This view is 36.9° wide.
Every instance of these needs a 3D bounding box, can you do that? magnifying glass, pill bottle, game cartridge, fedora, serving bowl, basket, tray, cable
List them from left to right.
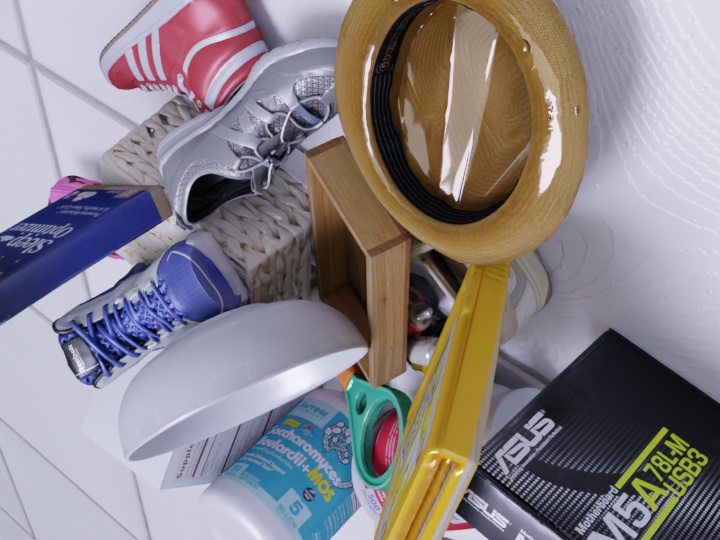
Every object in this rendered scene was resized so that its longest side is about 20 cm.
[{"bbox_3d":[-0.116,-0.041,0.925,0.199,0.123,0.136,35,144,23],"label":"basket"},{"bbox_3d":[-0.095,0.072,0.811,0.066,0.198,0.200,65,149,10],"label":"serving bowl"},{"bbox_3d":[-0.046,0.185,0.992,0.110,0.200,0.112,30,142,26],"label":"pill bottle"},{"bbox_3d":[0.000,0.000,0.817,0.099,0.037,0.201,58,166,28],"label":"tray"},{"bbox_3d":[0.002,0.109,0.922,0.080,0.022,0.200,-66,27,22],"label":"magnifying glass"},{"bbox_3d":[0.025,0.062,0.922,0.098,0.050,0.199,55,147,-9],"label":"cable"},{"bbox_3d":[0.048,0.102,0.691,0.032,0.201,0.178,18,128,-1],"label":"game cartridge"},{"bbox_3d":[0.083,0.155,0.886,0.113,0.112,0.200,53,148,-5],"label":"pill bottle"},{"bbox_3d":[0.073,-0.106,0.665,0.199,0.081,0.203,23,127,34],"label":"fedora"}]

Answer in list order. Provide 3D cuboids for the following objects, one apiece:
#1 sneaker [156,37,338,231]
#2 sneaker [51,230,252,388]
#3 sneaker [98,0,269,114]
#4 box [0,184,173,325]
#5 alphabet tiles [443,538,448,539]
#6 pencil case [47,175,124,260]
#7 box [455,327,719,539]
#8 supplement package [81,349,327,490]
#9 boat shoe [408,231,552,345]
[{"bbox_3d":[-0.068,-0.095,0.800,0.199,0.074,0.083,-32,53,31],"label":"sneaker"},{"bbox_3d":[-0.174,0.043,0.857,0.199,0.115,0.081,-18,109,55],"label":"sneaker"},{"bbox_3d":[-0.141,-0.162,0.885,0.199,0.071,0.113,-22,101,54],"label":"sneaker"},{"bbox_3d":[-0.254,-0.009,0.826,0.120,0.200,0.033,5,125,47],"label":"box"},{"bbox_3d":[0.114,0.346,1.136,0.199,0.006,0.168,5,126,49],"label":"alphabet tiles"},{"bbox_3d":[-0.250,-0.057,1.109,0.199,0.092,0.093,5,162,46],"label":"pencil case"},{"bbox_3d":[0.184,0.142,0.670,0.193,0.199,0.048,39,131,20],"label":"box"},{"bbox_3d":[-0.142,0.122,1.025,0.116,0.199,0.119,27,101,32],"label":"supplement package"},{"bbox_3d":[0.055,-0.036,0.775,0.201,0.065,0.072,52,147,-2],"label":"boat shoe"}]
